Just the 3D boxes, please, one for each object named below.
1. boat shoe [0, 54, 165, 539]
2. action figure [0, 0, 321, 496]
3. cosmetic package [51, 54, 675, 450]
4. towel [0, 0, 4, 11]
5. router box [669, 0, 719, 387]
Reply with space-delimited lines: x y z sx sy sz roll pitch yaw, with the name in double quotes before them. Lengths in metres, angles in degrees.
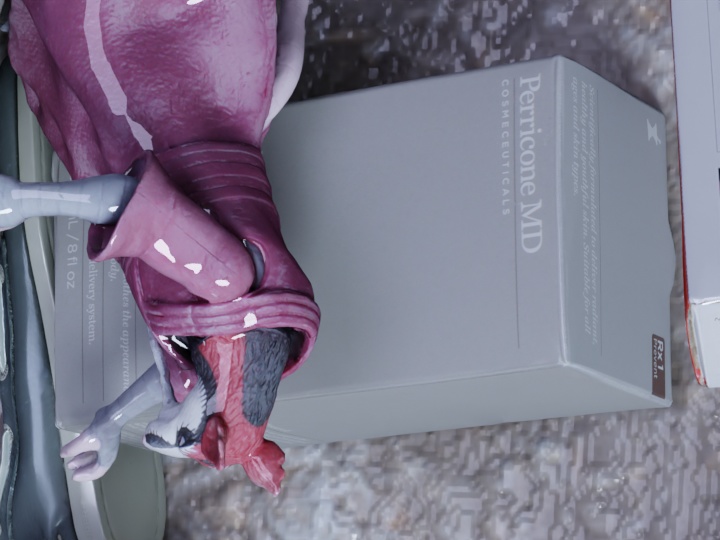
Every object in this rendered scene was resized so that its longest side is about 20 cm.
"boat shoe" -0.119 0.015 0.992 0.062 0.073 0.200 -13 81 24
"action figure" -0.049 -0.019 0.859 0.149 0.134 0.200 -20 64 -4
"cosmetic package" 0.000 0.000 0.916 0.200 0.090 0.107 -11 73 32
"towel" -0.138 -0.086 0.923 0.034 0.200 0.133 9 87 -7
"router box" 0.175 -0.068 0.663 0.200 0.049 0.180 -4 62 10
